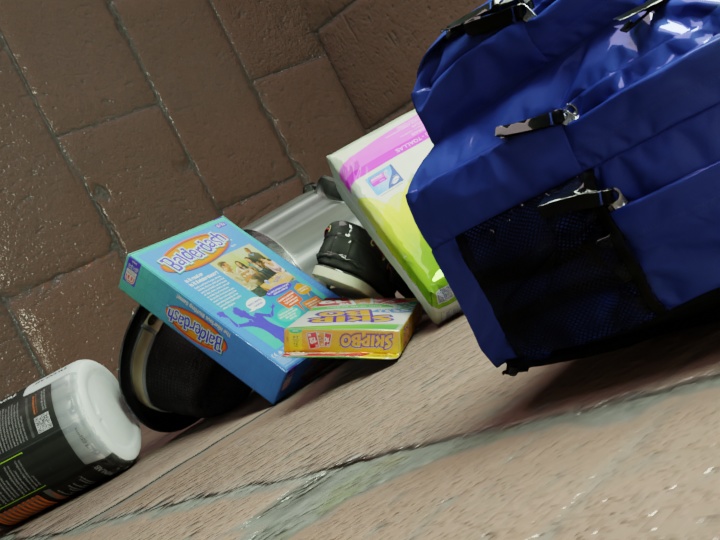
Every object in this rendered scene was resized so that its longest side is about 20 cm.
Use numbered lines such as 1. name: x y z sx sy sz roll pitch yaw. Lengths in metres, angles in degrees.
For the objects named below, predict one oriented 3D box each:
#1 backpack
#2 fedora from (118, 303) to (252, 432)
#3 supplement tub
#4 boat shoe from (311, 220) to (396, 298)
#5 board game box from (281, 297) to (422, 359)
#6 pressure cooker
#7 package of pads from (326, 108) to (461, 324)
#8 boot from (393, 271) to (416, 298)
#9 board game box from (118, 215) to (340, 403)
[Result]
1. backpack: 0.131 -0.061 0.432 0.200 0.168 0.162 -20 13 45
2. fedora: -0.158 0.088 1.104 0.091 0.201 0.200 18 34 38
3. supplement tub: -0.340 0.186 1.071 0.199 0.123 0.123 -27 2 7
4. boat shoe: 0.003 0.001 1.061 0.073 0.063 0.201 17 -9 14
5. board game box: -0.003 0.049 0.905 0.095 0.030 0.200 0 9 9
6. pressure cooker: -0.049 -0.008 1.244 0.200 0.179 0.176 -33 -4 -35
7. package of pads: 0.083 -0.064 0.938 0.154 0.200 0.068 -29 -37 -8
8. boot: 0.100 -0.066 1.116 0.182 0.073 0.200 -46 5 23
9. board game box: -0.113 0.032 1.025 0.152 0.200 0.045 -29 -31 -54
